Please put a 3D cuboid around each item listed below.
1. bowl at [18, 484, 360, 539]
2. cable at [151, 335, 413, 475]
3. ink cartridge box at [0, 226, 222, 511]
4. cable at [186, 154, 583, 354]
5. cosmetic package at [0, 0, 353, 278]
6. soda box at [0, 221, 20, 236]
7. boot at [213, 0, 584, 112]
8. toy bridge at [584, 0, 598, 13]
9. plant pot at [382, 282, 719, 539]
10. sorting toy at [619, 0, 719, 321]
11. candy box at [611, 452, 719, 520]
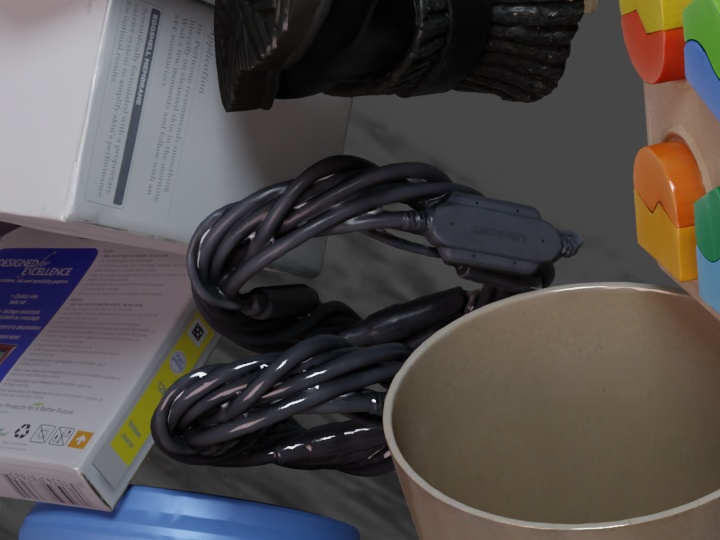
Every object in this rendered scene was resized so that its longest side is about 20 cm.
[{"bbox_3d":[-0.094,0.153,1.104,0.199,0.200,0.040,-3,73,39],"label":"bowl"},{"bbox_3d":[-0.025,0.073,1.002,0.163,0.199,0.051,-17,71,50],"label":"cable"},{"bbox_3d":[-0.169,0.041,1.109,0.196,0.201,0.047,0,134,39],"label":"ink cartridge box"},{"bbox_3d":[0.000,0.000,0.962,0.163,0.198,0.051,-38,52,52],"label":"cable"},{"bbox_3d":[-0.142,-0.079,0.992,0.198,0.199,0.124,10,87,35],"label":"cosmetic package"},{"bbox_3d":[-0.248,-0.048,1.108,0.070,0.200,0.064,27,125,24],"label":"soda box"},{"bbox_3d":[0.025,-0.119,0.815,0.211,0.156,0.080,156,111,-79],"label":"boot"},{"bbox_3d":[0.097,-0.206,0.853,0.201,0.027,0.068,99,154,-45],"label":"toy bridge"},{"bbox_3d":[0.113,0.140,0.911,0.186,0.187,0.202,14,127,33],"label":"plant pot"},{"bbox_3d":[0.145,-0.060,0.812,0.036,0.200,0.187,-10,111,-6],"label":"sorting toy"},{"bbox_3d":[0.184,0.140,0.975,0.199,0.026,0.103,4,110,37],"label":"candy box"}]
